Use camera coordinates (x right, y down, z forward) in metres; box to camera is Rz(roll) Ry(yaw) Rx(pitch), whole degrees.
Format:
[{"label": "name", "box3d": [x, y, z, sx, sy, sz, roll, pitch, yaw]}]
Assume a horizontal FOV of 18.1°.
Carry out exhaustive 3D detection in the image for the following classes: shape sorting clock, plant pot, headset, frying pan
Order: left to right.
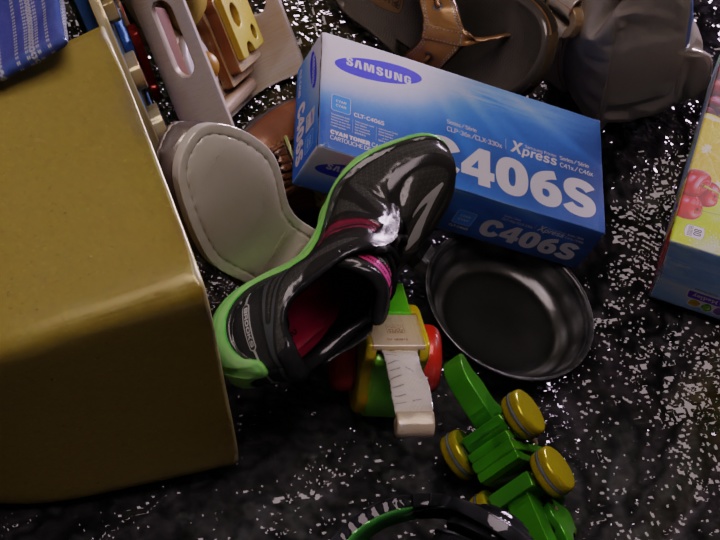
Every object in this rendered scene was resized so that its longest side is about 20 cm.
[{"label": "plant pot", "box3d": [-0.199, 0.017, 1.286, 0.199, 0.195, 0.196, -18, 57, -8]}, {"label": "shape sorting clock", "box3d": [-0.148, -0.140, 1.406, 0.039, 0.200, 0.201, -24, 58, -6]}, {"label": "frying pan", "box3d": [0.056, 0.014, 1.407, 0.189, 0.031, 0.116, 16, 49, -12]}, {"label": "headset", "box3d": [0.069, 0.182, 1.246, 0.198, 0.094, 0.125, 0, 68, 8]}]

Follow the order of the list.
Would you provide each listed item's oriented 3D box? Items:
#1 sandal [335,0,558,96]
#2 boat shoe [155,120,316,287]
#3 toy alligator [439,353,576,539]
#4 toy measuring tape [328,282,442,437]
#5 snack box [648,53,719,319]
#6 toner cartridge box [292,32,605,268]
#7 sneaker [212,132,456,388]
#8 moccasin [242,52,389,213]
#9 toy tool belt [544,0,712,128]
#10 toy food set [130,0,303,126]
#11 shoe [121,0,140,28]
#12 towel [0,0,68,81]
[{"label": "sandal", "box3d": [0.046, -0.169, 1.512, 0.199, 0.082, 0.054, 34, 27, 33]}, {"label": "boat shoe", "box3d": [-0.074, -0.033, 1.332, 0.059, 0.200, 0.072, 28, 80, 33]}, {"label": "toy alligator", "box3d": [0.103, 0.139, 1.330, 0.054, 0.059, 0.201, 18, 41, -57]}, {"label": "toy measuring tape", "box3d": [0.019, 0.070, 1.330, 0.073, 0.074, 0.200, 3, 24, -8]}, {"label": "snack box", "box3d": [0.295, -0.048, 1.493, 0.167, 0.068, 0.201, 19, 53, 5]}, {"label": "toner cartridge box", "box3d": [0.057, -0.075, 1.428, 0.199, 0.043, 0.096, 15, 50, -18]}, {"label": "sneaker", "box3d": [0.000, 0.000, 1.316, 0.083, 0.077, 0.200, 9, 50, 47]}, {"label": "moccasin", "box3d": [-0.023, -0.069, 1.456, 0.078, 0.074, 0.201, 36, 45, 27]}, {"label": "toy tool belt", "box3d": [0.169, -0.198, 1.503, 0.124, 0.201, 0.124, -15, 55, -8]}, {"label": "toy food set", "box3d": [-0.088, -0.168, 1.430, 0.060, 0.144, 0.200, -18, 13, 17]}, {"label": "shoe", "box3d": [-0.169, -0.230, 1.560, 0.070, 0.054, 0.200, -34, 65, -30]}, {"label": "towel", "box3d": [-0.264, -0.127, 1.300, 0.199, 0.024, 0.145, -24, 36, 4]}]
